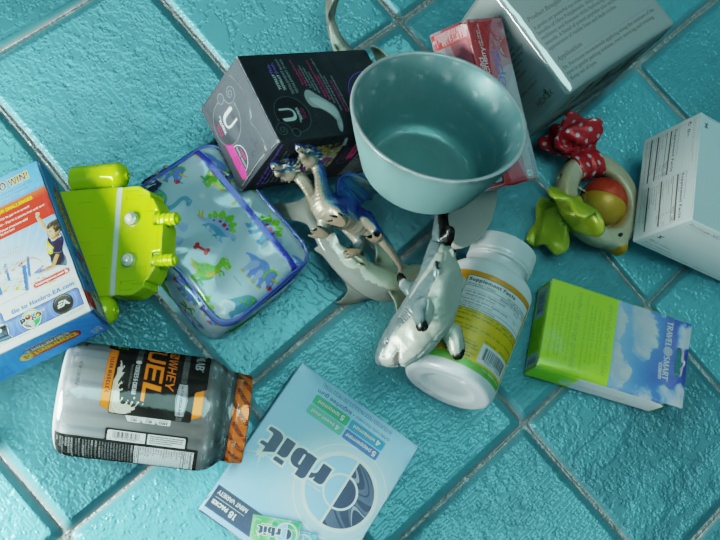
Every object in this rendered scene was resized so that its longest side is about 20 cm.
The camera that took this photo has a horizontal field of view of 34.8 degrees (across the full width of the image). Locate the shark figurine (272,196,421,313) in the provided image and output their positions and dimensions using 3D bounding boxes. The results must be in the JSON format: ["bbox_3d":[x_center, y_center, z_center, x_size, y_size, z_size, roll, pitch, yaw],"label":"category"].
[{"bbox_3d":[-0.015,0.000,1.372,0.214,0.089,0.128,33,40,-23],"label":"shark figurine"}]

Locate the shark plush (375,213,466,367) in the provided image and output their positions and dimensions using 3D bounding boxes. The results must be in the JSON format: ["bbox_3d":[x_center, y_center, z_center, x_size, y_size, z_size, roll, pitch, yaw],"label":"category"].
[{"bbox_3d":[0.068,0.012,1.305,0.091,0.083,0.201,23,68,-49],"label":"shark plush"}]

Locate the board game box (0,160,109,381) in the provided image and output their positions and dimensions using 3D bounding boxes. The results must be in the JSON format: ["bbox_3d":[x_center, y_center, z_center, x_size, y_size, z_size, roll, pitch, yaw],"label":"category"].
[{"bbox_3d":[-0.391,0.013,1.212,0.200,0.056,0.196,-25,65,-1],"label":"board game box"}]

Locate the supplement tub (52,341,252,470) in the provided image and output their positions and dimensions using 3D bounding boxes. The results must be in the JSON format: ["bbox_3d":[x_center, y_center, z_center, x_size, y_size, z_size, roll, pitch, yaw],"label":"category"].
[{"bbox_3d":[-0.220,0.147,1.230,0.199,0.123,0.123,8,70,-8],"label":"supplement tub"}]

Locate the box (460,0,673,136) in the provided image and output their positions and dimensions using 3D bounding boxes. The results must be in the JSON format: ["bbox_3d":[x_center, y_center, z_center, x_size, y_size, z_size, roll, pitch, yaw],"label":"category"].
[{"bbox_3d":[0.246,-0.298,1.488,0.199,0.200,0.172,-34,86,-23],"label":"box"}]

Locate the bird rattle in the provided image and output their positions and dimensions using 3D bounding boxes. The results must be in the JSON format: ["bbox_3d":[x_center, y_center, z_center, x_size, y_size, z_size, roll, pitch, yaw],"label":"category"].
[{"bbox_3d":[0.297,-0.104,1.514,0.163,0.113,0.200,29,53,-18],"label":"bird rattle"}]

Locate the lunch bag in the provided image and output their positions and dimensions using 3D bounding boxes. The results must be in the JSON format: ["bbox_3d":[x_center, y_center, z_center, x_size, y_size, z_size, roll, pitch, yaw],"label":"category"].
[{"bbox_3d":[-0.170,-0.038,1.342,0.161,0.082,0.200,-37,86,-27],"label":"lunch bag"}]

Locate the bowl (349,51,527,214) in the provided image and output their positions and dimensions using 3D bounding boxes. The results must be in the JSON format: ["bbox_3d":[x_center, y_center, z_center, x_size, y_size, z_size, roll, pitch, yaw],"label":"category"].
[{"bbox_3d":[0.077,-0.142,1.299,0.200,0.105,0.201,7,52,-9],"label":"bowl"}]

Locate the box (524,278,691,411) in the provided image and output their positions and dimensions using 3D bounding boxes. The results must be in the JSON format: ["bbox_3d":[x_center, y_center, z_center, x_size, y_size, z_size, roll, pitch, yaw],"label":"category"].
[{"bbox_3d":[0.315,0.098,1.455,0.199,0.048,0.122,17,68,-10],"label":"box"}]

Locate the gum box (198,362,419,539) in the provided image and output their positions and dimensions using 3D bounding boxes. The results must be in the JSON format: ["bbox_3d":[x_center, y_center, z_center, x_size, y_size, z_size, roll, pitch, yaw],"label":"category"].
[{"bbox_3d":[-0.056,0.234,1.300,0.170,0.045,0.200,36,67,-2],"label":"gum box"}]

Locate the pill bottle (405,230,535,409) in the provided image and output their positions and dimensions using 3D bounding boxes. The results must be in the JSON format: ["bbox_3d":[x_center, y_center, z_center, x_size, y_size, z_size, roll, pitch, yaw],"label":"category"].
[{"bbox_3d":[0.140,0.055,1.383,0.111,0.111,0.200,28,66,-6],"label":"pill bottle"}]

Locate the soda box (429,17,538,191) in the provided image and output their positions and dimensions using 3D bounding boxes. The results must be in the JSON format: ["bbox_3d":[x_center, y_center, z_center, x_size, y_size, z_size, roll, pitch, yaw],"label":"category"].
[{"bbox_3d":[0.149,-0.198,1.380,0.070,0.063,0.201,-14,91,-42],"label":"soda box"}]

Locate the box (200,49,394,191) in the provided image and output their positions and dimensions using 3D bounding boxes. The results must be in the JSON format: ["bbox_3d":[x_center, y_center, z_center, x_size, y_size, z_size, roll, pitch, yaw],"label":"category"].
[{"bbox_3d":[-0.067,-0.182,1.370,0.200,0.106,0.122,-12,68,-41],"label":"box"}]

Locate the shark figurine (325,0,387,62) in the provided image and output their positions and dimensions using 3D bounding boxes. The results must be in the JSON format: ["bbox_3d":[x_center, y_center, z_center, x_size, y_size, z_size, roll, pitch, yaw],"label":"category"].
[{"bbox_3d":[0.023,-0.268,1.485,0.214,0.128,0.089,42,39,14],"label":"shark figurine"}]

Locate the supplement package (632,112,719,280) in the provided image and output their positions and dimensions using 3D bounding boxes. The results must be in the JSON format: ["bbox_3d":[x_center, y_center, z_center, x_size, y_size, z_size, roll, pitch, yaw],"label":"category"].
[{"bbox_3d":[0.477,-0.086,1.510,0.200,0.111,0.156,21,66,-22],"label":"supplement package"}]

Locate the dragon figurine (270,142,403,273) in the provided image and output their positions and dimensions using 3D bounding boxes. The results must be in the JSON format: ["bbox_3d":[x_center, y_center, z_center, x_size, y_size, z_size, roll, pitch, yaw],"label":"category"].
[{"bbox_3d":[-0.013,-0.073,1.312,0.200,0.059,0.100,25,46,-34],"label":"dragon figurine"}]

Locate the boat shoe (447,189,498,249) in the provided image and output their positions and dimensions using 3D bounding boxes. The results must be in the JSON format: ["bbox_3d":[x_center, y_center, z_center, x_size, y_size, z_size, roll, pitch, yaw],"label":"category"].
[{"bbox_3d":[0.120,-0.106,1.440,0.075,0.093,0.200,41,57,-28],"label":"boat shoe"}]

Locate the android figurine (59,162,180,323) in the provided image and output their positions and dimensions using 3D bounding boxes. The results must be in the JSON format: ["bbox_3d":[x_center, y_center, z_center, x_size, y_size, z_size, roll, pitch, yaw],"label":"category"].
[{"bbox_3d":[-0.285,-0.028,1.264,0.199,0.041,0.183,-1,78,22],"label":"android figurine"}]
